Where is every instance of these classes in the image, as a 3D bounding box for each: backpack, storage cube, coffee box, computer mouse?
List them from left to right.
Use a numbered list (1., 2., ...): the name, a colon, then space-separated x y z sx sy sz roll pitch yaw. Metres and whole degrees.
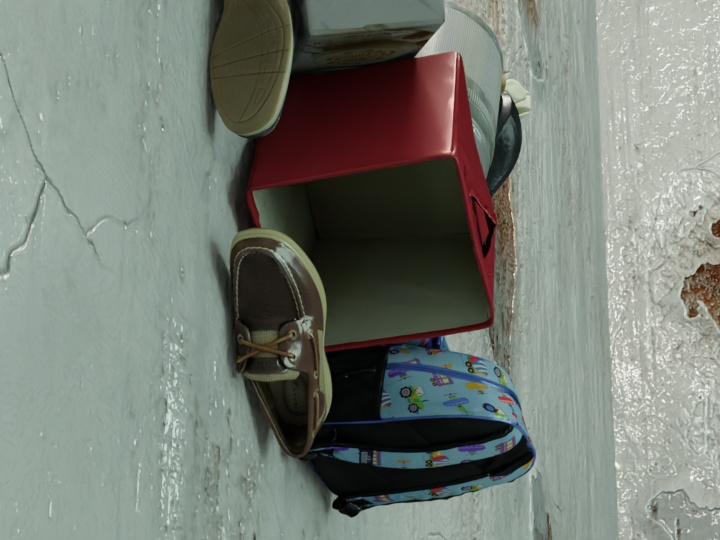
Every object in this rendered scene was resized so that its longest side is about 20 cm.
1. coffee box: -0.004 -0.219 1.605 0.200 0.113 0.080 147 -63 -81
2. storage cube: 0.017 -0.058 1.612 0.180 0.198 0.172 -84 162 -56
3. backpack: 0.050 0.121 1.657 0.183 0.198 0.135 59 30 -57
4. computer mouse: 0.104 -0.086 1.932 0.053 0.201 0.138 35 0 -22

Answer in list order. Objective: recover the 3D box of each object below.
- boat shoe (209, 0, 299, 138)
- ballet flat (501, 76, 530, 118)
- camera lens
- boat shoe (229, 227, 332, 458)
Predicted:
1. boat shoe: -0.079 -0.190 1.529 0.065 0.071 0.201 48 33 -59
2. ballet flat: 0.185 -0.225 2.523 0.200 0.072 0.068 35 50 -72
3. camera lens: 0.054 -0.156 1.848 0.201 0.159 0.161 -80 159 -46
4. boat shoe: -0.064 0.061 1.502 0.072 0.072 0.201 -78 164 -53
